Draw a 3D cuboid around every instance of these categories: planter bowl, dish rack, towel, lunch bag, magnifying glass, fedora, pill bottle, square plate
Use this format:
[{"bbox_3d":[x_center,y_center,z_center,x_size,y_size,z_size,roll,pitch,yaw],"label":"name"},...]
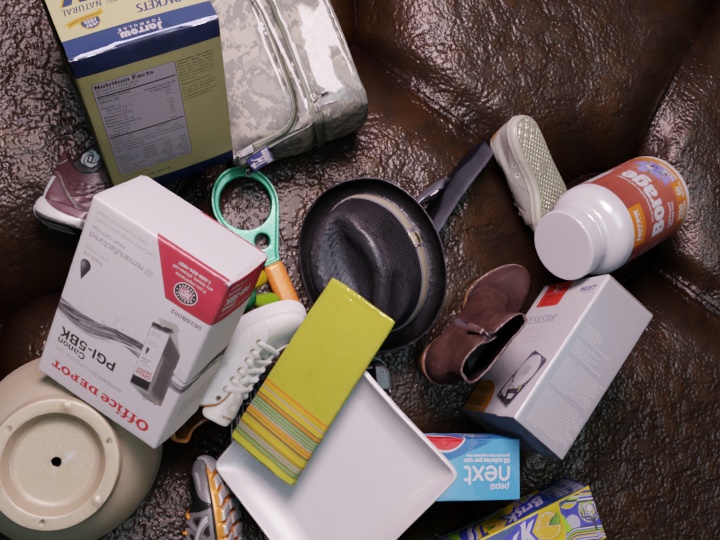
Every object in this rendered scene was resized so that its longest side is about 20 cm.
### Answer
[{"bbox_3d":[-0.300,0.184,0.752,0.197,0.135,0.204,2,83,-15],"label":"planter bowl"},{"bbox_3d":[-0.051,0.185,0.864,0.196,0.055,0.156,-4,84,-14],"label":"dish rack"},{"bbox_3d":[-0.049,0.114,0.775,0.086,0.018,0.202,34,94,18],"label":"towel"},{"bbox_3d":[-0.097,-0.227,0.854,0.165,0.139,0.203,-22,90,-1],"label":"lunch bag"},{"bbox_3d":[-0.113,-0.027,0.883,0.079,0.022,0.203,-24,92,-16],"label":"magnifying glass"},{"bbox_3d":[0.000,0.000,0.834,0.197,0.091,0.205,3,100,20],"label":"fedora"},{"bbox_3d":[0.311,-0.063,0.932,0.198,0.112,0.114,-25,91,-34],"label":"pill bottle"},{"bbox_3d":[-0.029,0.204,0.774,0.200,0.028,0.198,-48,68,8],"label":"square plate"}]

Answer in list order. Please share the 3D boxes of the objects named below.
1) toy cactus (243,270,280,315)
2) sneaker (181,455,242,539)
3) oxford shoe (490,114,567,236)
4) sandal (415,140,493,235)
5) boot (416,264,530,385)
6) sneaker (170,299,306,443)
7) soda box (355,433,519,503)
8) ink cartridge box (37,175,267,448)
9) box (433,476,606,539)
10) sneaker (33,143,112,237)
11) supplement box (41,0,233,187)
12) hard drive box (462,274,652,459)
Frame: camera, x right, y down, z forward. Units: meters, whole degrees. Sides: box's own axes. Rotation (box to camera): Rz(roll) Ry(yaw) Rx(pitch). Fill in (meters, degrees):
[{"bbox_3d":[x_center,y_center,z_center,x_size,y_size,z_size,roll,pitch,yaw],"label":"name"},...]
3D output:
[{"bbox_3d":[-0.169,0.022,0.797,0.197,0.165,0.104,10,61,-19],"label":"toy cactus"},{"bbox_3d":[-0.167,0.304,0.811,0.076,0.078,0.204,-9,80,4],"label":"sneaker"},{"bbox_3d":[0.222,-0.103,0.969,0.075,0.057,0.202,-37,110,-34],"label":"oxford shoe"},{"bbox_3d":[0.090,-0.088,0.923,0.043,0.076,0.201,41,65,-10],"label":"sandal"},{"bbox_3d":[0.159,0.061,0.874,0.200,0.166,0.073,-42,96,-15],"label":"boot"},{"bbox_3d":[-0.129,0.114,0.799,0.199,0.073,0.085,-36,55,11],"label":"sneaker"},{"bbox_3d":[0.078,0.219,0.840,0.197,0.064,0.069,5,82,-21],"label":"soda box"},{"bbox_3d":[-0.196,0.041,0.697,0.145,0.083,0.202,31,116,6],"label":"ink cartridge box"},{"bbox_3d":[0.192,0.327,0.911,0.197,0.064,0.071,-19,90,-16],"label":"box"},{"bbox_3d":[-0.246,-0.083,0.826,0.197,0.076,0.117,16,77,-13],"label":"sneaker"},{"bbox_3d":[-0.228,-0.224,0.746,0.133,0.201,0.202,-22,66,-16],"label":"supplement box"},{"bbox_3d":[0.230,0.113,0.895,0.077,0.156,0.201,40,75,-7],"label":"hard drive box"}]
